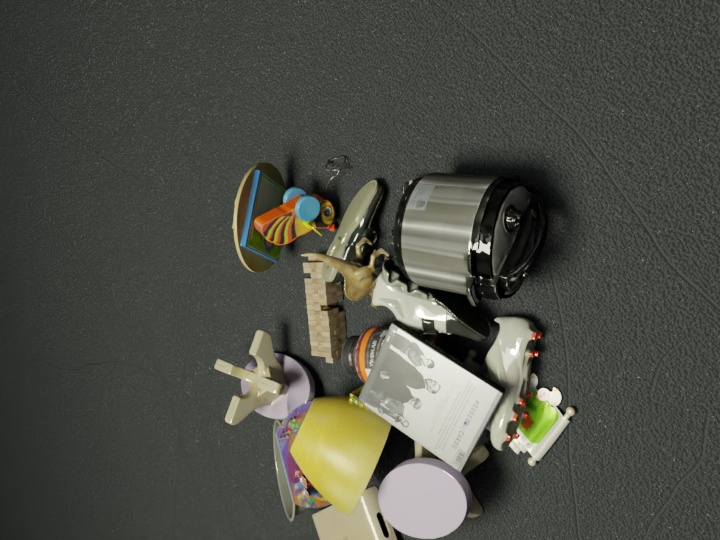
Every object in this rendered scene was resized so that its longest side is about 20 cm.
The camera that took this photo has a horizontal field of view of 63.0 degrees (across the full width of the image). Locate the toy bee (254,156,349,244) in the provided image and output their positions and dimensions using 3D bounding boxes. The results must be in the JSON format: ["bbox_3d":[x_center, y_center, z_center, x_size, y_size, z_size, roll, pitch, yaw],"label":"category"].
[{"bbox_3d":[-0.088,-0.099,1.070,0.197,0.132,0.110,-26,128,2],"label":"toy bee"}]

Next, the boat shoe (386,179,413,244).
[{"bbox_3d":[0.078,-0.046,0.978,0.065,0.075,0.203,-6,106,16],"label":"boat shoe"}]

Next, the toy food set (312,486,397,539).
[{"bbox_3d":[-0.009,0.540,1.196,0.199,0.060,0.146,-39,65,35],"label":"toy food set"}]

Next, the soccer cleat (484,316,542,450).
[{"bbox_3d":[0.224,0.171,0.907,0.076,0.069,0.204,11,88,35],"label":"soccer cleat"}]

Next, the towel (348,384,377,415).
[{"bbox_3d":[0.082,0.235,0.999,0.197,0.086,0.018,16,113,29],"label":"towel"}]

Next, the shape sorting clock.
[{"bbox_3d":[-0.184,-0.098,1.096,0.038,0.199,0.204,6,104,22],"label":"shape sorting clock"}]

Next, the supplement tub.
[{"bbox_3d":[0.063,0.151,1.016,0.197,0.106,0.109,-4,98,37],"label":"supplement tub"}]

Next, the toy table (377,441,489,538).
[{"bbox_3d":[0.130,0.361,0.995,0.198,0.116,0.187,-26,90,42],"label":"toy table"}]

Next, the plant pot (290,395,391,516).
[{"bbox_3d":[-0.041,0.305,1.046,0.140,0.200,0.203,25,117,3],"label":"plant pot"}]

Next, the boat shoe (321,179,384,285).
[{"bbox_3d":[-0.003,-0.065,1.055,0.203,0.067,0.072,-65,24,15],"label":"boat shoe"}]

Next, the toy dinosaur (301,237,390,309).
[{"bbox_3d":[0.000,0.000,1.003,0.102,0.199,0.058,-54,38,-4],"label":"toy dinosaur"}]

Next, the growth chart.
[{"bbox_3d":[0.235,0.217,0.955,0.198,0.018,0.147,31,116,28],"label":"growth chart"}]

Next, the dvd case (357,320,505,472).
[{"bbox_3d":[0.104,0.194,0.912,0.198,0.025,0.152,31,110,19],"label":"dvd case"}]

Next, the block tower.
[{"bbox_3d":[-0.067,0.071,1.132,0.057,0.054,0.205,0,99,38],"label":"block tower"}]

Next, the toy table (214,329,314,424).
[{"bbox_3d":[-0.200,0.225,1.191,0.197,0.117,0.188,-3,68,34],"label":"toy table"}]

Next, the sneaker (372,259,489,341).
[{"bbox_3d":[0.109,0.068,0.939,0.198,0.074,0.090,30,119,9],"label":"sneaker"}]

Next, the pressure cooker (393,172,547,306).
[{"bbox_3d":[0.166,-0.048,0.848,0.197,0.177,0.180,9,103,36],"label":"pressure cooker"}]

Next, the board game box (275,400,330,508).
[{"bbox_3d":[-0.071,0.354,1.129,0.039,0.155,0.204,-10,94,63],"label":"board game box"}]

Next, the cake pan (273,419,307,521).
[{"bbox_3d":[-0.145,0.409,1.219,0.200,0.036,0.205,173,90,-72],"label":"cake pan"}]
